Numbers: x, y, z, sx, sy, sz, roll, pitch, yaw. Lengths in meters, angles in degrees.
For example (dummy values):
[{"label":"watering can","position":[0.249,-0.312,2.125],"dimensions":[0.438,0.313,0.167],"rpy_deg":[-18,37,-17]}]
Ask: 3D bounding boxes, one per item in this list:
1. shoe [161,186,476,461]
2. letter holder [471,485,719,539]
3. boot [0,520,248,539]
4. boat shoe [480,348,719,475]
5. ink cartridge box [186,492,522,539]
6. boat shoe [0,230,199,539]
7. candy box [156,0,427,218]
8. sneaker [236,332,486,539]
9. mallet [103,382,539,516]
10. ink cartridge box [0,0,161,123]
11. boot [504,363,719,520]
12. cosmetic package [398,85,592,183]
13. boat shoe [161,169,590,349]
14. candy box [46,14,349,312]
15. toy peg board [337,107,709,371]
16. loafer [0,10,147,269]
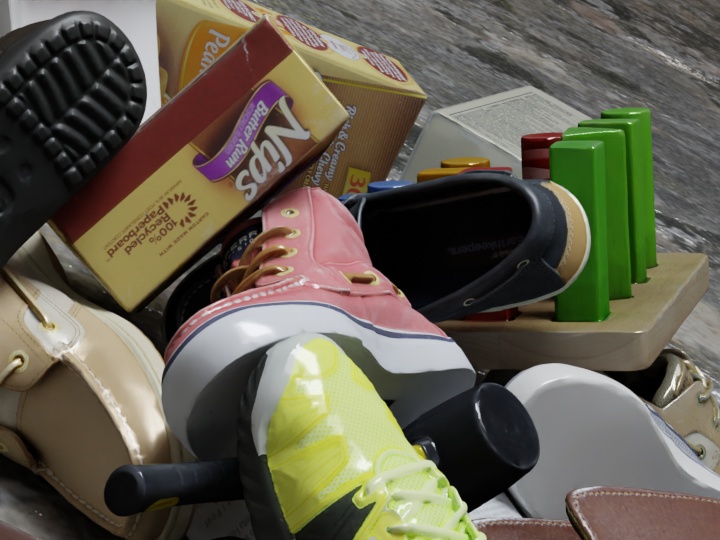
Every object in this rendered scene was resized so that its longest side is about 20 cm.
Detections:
[{"label":"shoe","position":[-0.032,0.019,0.811],"dimensions":[0.091,0.072,0.200],"rpy_deg":[50,17,21]},{"label":"letter holder","position":[0.118,0.130,0.809],"dimensions":[0.199,0.101,0.143],"rpy_deg":[14,35,-40]},{"label":"boot","position":[-0.091,0.099,0.712],"dimensions":[0.186,0.065,0.199],"rpy_deg":[41,20,25]},{"label":"boat shoe","position":[0.157,0.077,1.127],"dimensions":[0.199,0.065,0.072],"rpy_deg":[21,19,-21]},{"label":"ink cartridge box","position":[0.018,0.123,0.860],"dimensions":[0.162,0.057,0.201],"rpy_deg":[-2,54,-58]},{"label":"boat shoe","position":[-0.132,0.038,0.820],"dimensions":[0.069,0.074,0.200],"rpy_deg":[-5,34,-38]},{"label":"candy box","position":[-0.078,-0.084,1.145],"dimensions":[0.199,0.116,0.055],"rpy_deg":[19,20,-26]},{"label":"sneaker","position":[0.028,0.107,0.693],"dimensions":[0.075,0.076,0.201],"rpy_deg":[-15,76,-53]},{"label":"mallet","position":[-0.020,0.076,0.774],"dimensions":[0.199,0.066,0.041],"rpy_deg":[-4,63,-45]},{"label":"ink cartridge box","position":[-0.180,-0.114,0.926],"dimensions":[0.198,0.127,0.128],"rpy_deg":[0,8,22]},{"label":"boot","position":[0.104,0.086,0.994],"dimensions":[0.200,0.073,0.090],"rpy_deg":[39,0,-42]},{"label":"cosmetic package","position":[0.099,-0.049,1.358],"dimensions":[0.103,0.088,0.200],"rpy_deg":[31,19,15]},{"label":"boat shoe","position":[0.000,0.000,0.943],"dimensions":[0.062,0.198,0.075],"rpy_deg":[32,47,-67]},{"label":"candy box","position":[-0.070,-0.038,0.917],"dimensions":[0.057,0.117,0.200],"rpy_deg":[49,-5,-1]},{"label":"toy peg board","position":[0.057,-0.021,1.056],"dimensions":[0.197,0.099,0.200],"rpy_deg":[0,10,17]},{"label":"loafer","position":[-0.165,-0.020,0.795],"dimensions":[0.071,0.200,0.073],"rpy_deg":[13,-43,58]}]
